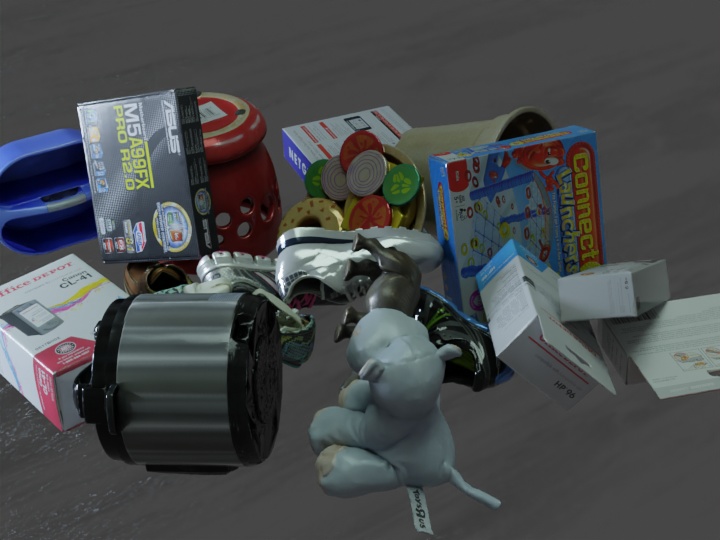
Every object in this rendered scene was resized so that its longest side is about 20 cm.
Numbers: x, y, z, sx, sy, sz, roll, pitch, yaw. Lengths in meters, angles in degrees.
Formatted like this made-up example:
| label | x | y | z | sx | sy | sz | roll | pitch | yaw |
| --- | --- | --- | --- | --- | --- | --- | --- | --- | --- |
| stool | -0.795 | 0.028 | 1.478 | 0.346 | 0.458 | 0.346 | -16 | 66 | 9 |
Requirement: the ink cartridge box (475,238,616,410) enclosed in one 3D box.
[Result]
| label | x | y | z | sx | sy | sz | roll | pitch | yaw |
| --- | --- | --- | --- | --- | --- | --- | --- | --- | --- |
| ink cartridge box | 0.198 | 0.068 | 1.332 | 0.115 | 0.068 | 0.201 | 36 | 23 | -22 |

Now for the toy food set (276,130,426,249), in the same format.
| label | x | y | z | sx | sy | sz | roll | pitch | yaw |
| --- | --- | --- | --- | --- | --- | --- | --- | --- | --- |
| toy food set | -0.005 | -0.072 | 1.535 | 0.198 | 0.200 | 0.048 | 24 | -1 | 38 |

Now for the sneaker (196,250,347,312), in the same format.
| label | x | y | z | sx | sy | sz | roll | pitch | yaw |
| --- | --- | --- | --- | --- | --- | --- | --- | --- | --- |
| sneaker | -0.096 | 0.034 | 1.460 | 0.196 | 0.074 | 0.089 | 5 | 57 | -18 |

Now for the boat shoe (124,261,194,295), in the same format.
| label | x | y | z | sx | sy | sz | roll | pitch | yaw |
| --- | --- | --- | --- | --- | --- | --- | --- | --- | --- |
| boat shoe | -0.232 | 0.021 | 1.487 | 0.071 | 0.069 | 0.199 | -24 | 36 | -26 |

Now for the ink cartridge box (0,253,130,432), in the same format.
| label | x | y | z | sx | sy | sz | roll | pitch | yaw |
| --- | --- | --- | --- | --- | --- | --- | --- | --- | --- |
| ink cartridge box | -0.328 | 0.077 | 1.391 | 0.146 | 0.087 | 0.199 | -27 | 41 | -33 |

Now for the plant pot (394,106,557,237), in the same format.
| label | x | y | z | sx | sy | sz | roll | pitch | yaw |
| --- | --- | --- | --- | --- | --- | --- | --- | --- | --- |
| plant pot | 0.138 | -0.113 | 1.585 | 0.181 | 0.203 | 0.200 | 9 | 32 | 38 |

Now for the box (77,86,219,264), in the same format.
| label | x | y | z | sx | sy | sz | roll | pitch | yaw |
| --- | --- | --- | --- | --- | --- | --- | --- | --- | --- |
| box | -0.258 | -0.113 | 1.494 | 0.158 | 0.204 | 0.044 | -1 | 11 | 31 |

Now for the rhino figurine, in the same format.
| label | x | y | z | sx | sy | sz | roll | pitch | yaw |
| --- | --- | --- | --- | --- | --- | --- | --- | --- | --- |
| rhino figurine | 0.019 | 0.065 | 1.340 | 0.086 | 0.060 | 0.203 | 12 | 70 | -11 |

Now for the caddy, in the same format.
| label | x | y | z | sx | sy | sz | roll | pitch | yaw |
| --- | --- | --- | --- | --- | --- | --- | --- | --- | --- |
| caddy | -0.404 | -0.104 | 1.633 | 0.198 | 0.144 | 0.105 | -20 | 30 | -25 |

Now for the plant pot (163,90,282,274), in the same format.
| label | x | y | z | sx | sy | sz | roll | pitch | yaw |
| --- | --- | --- | --- | --- | --- | --- | --- | --- | --- |
| plant pot | -0.203 | -0.119 | 1.608 | 0.197 | 0.185 | 0.202 | -1 | 34 | 1 |

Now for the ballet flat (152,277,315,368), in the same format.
| label | x | y | z | sx | sy | sz | roll | pitch | yaw |
| --- | --- | --- | --- | --- | --- | --- | --- | --- | --- |
| ballet flat | -0.140 | 0.044 | 1.373 | 0.197 | 0.075 | 0.075 | 20 | 27 | -19 |

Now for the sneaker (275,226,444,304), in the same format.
| label | x | y | z | sx | sy | sz | roll | pitch | yaw |
| --- | --- | --- | --- | --- | --- | --- | --- | --- | --- |
| sneaker | 0.000 | 0.000 | 1.419 | 0.196 | 0.077 | 0.082 | -3 | 56 | -2 |

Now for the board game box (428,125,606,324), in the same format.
| label | x | y | z | sx | sy | sz | roll | pitch | yaw |
| --- | --- | --- | --- | --- | --- | --- | --- | --- | --- |
| board game box | 0.188 | -0.052 | 1.445 | 0.193 | 0.203 | 0.056 | -13 | 16 | -16 |

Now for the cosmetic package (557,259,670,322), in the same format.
| label | x | y | z | sx | sy | sz | roll | pitch | yaw |
| --- | --- | --- | --- | --- | --- | --- | --- | --- | --- |
| cosmetic package | 0.282 | 0.020 | 1.355 | 0.081 | 0.052 | 0.199 | -8 | 1 | 24 |

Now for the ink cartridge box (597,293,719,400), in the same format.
| label | x | y | z | sx | sy | sz | roll | pitch | yaw |
| --- | --- | --- | --- | --- | --- | --- | --- | --- | --- |
| ink cartridge box | 0.383 | 0.092 | 1.353 | 0.196 | 0.045 | 0.177 | -8 | 31 | -8 |

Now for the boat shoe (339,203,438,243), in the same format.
| label | x | y | z | sx | sy | sz | roll | pitch | yaw |
| --- | --- | --- | --- | --- | --- | --- | --- | --- | --- |
| boat shoe | 0.011 | -0.040 | 1.583 | 0.198 | 0.073 | 0.062 | 15 | -7 | 37 |

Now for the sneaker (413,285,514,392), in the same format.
| label | x | y | z | sx | sy | sz | roll | pitch | yaw |
| --- | --- | --- | --- | --- | --- | --- | --- | --- | --- |
| sneaker | 0.080 | 0.076 | 1.376 | 0.198 | 0.072 | 0.082 | 28 | 36 | 34 |

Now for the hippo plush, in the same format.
| label | x | y | z | sx | sy | sz | roll | pitch | yaw |
| --- | --- | --- | --- | --- | --- | --- | --- | --- | --- |
| hippo plush | 0.022 | 0.133 | 1.188 | 0.157 | 0.163 | 0.201 | -18 | 40 | -10 |

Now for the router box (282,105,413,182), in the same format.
| label | x | y | z | sx | sy | sz | roll | pitch | yaw |
| --- | --- | --- | --- | --- | --- | --- | --- | --- | --- |
| router box | 0.001 | -0.165 | 1.788 | 0.177 | 0.050 | 0.200 | -14 | 34 | -17 |

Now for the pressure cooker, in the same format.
| label | x | y | z | sx | sy | sz | roll | pitch | yaw |
| --- | --- | --- | --- | --- | --- | --- | --- | --- | --- |
| pressure cooker | -0.186 | 0.108 | 1.237 | 0.196 | 0.177 | 0.181 | 0 | 60 | 8 |
